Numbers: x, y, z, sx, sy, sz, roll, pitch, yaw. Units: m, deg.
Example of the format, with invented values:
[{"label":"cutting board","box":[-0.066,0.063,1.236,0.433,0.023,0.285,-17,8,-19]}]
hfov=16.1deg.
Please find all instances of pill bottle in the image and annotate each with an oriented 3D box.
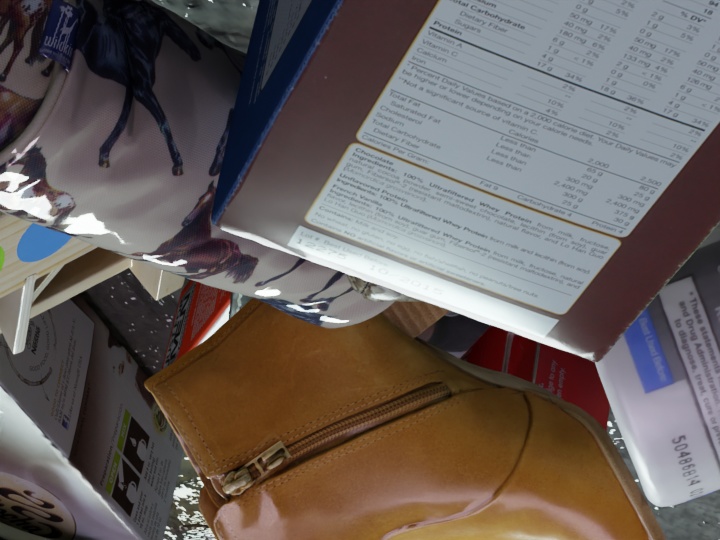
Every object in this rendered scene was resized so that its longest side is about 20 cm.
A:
[{"label":"pill bottle","box":[0.181,0.002,0.930,0.199,0.114,0.114,-20,138,6]}]

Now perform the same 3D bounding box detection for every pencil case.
[{"label":"pencil case","box":[-0.055,-0.044,0.834,0.199,0.078,0.090,22,102,-46]}]

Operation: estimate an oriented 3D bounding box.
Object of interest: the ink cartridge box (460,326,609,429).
[{"label":"ink cartridge box","box":[0.049,0.088,1.113,0.067,0.117,0.200,25,142,-18]}]

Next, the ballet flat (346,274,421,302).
[{"label":"ballet flat","box":[0.052,-0.049,0.868,0.067,0.200,0.046,36,138,6]}]

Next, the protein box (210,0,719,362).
[{"label":"protein box","box":[0.062,-0.121,0.756,0.134,0.199,0.200,19,143,-12]}]

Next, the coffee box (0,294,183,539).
[{"label":"coffee box","box":[-0.176,0.053,1.152,0.112,0.080,0.200,-7,141,24]}]

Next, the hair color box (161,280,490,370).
[{"label":"hair color box","box":[0.000,0.000,1.054,0.101,0.062,0.200,21,143,-14]}]

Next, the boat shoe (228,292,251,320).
[{"label":"boat shoe","box":[-0.012,0.082,1.014,0.071,0.061,0.202,3,122,38]}]

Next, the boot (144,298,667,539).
[{"label":"boot","box":[0.021,0.087,0.960,0.202,0.144,0.071,55,175,-8]}]

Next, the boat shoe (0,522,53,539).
[{"label":"boat shoe","box":[-0.164,0.150,1.160,0.199,0.062,0.075,31,139,-30]}]

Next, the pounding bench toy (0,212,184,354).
[{"label":"pounding bench toy","box":[-0.150,-0.060,0.893,0.124,0.155,0.200,50,151,22]}]
